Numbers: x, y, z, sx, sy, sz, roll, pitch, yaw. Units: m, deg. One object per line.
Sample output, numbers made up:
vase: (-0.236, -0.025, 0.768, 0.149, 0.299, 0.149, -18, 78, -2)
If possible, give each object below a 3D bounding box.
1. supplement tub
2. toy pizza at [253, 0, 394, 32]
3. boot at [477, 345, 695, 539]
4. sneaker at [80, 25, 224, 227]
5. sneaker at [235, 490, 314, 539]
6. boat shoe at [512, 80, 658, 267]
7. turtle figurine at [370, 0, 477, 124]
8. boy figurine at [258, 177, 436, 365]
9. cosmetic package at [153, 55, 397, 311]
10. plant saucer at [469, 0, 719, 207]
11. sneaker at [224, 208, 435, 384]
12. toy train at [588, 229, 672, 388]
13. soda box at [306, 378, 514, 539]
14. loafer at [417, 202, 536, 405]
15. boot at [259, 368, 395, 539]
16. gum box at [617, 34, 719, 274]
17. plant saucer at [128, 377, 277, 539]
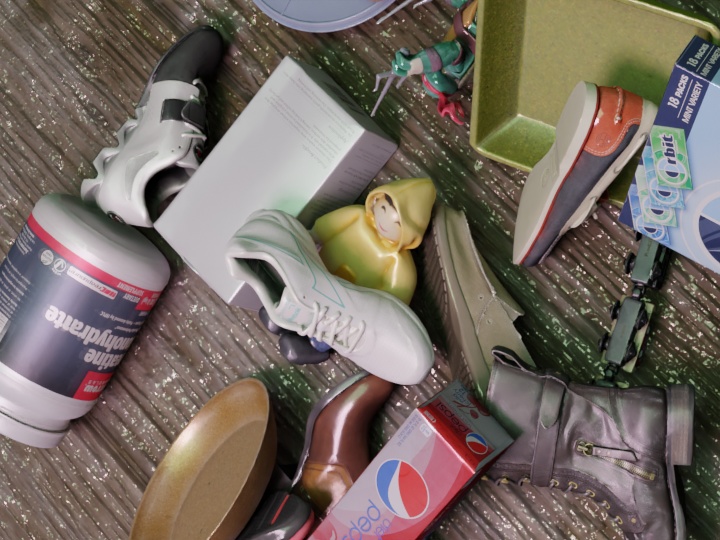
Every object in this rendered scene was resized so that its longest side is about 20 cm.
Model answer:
supplement tub: (-0.277, 0.045, 1.470, 0.140, 0.140, 0.201, 35, 98, 23)
toy pizza: (-0.022, -0.310, 1.456, 0.198, 0.032, 0.203, -4, 78, 21)
boot: (0.170, 0.162, 1.259, 0.172, 0.069, 0.202, 4, 100, 9)
sneaker: (-0.164, -0.126, 1.465, 0.088, 0.074, 0.201, 27, 82, 25)
sneaker: (-0.081, 0.260, 1.375, 0.087, 0.074, 0.200, 40, 132, -4)
boat shoe: (0.173, -0.070, 1.287, 0.062, 0.201, 0.072, 10, 48, -11)
turtle figurine: (0.087, -0.212, 1.363, 0.100, 0.150, 0.200, 29, 124, -16)
boy figurine: (0.000, 0.000, 1.366, 0.200, 0.064, 0.125, -46, 67, 35)
cosmetic package: (-0.076, -0.074, 1.428, 0.113, 0.081, 0.200, 46, 103, 22)
plant saucer: (0.188, -0.153, 1.284, 0.198, 0.201, 0.048, 22, 48, 21)
sneaker: (-0.030, 0.034, 1.310, 0.200, 0.080, 0.071, 36, 120, 5)
toy train: (0.215, 0.055, 1.301, 0.034, 0.046, 0.202, 17, 90, 26)
soda box: (0.033, 0.178, 1.263, 0.070, 0.063, 0.201, 45, 128, 13)
loafer: (0.099, 0.035, 1.343, 0.068, 0.076, 0.202, -7, 66, -16)
boot: (0.021, 0.204, 1.357, 0.200, 0.068, 0.189, 44, 101, 21)
gum box: (0.307, -0.060, 1.198, 0.199, 0.171, 0.045, 28, 52, 14)
plant saucer: (-0.130, 0.188, 1.393, 0.200, 0.035, 0.201, -44, 24, 25)
